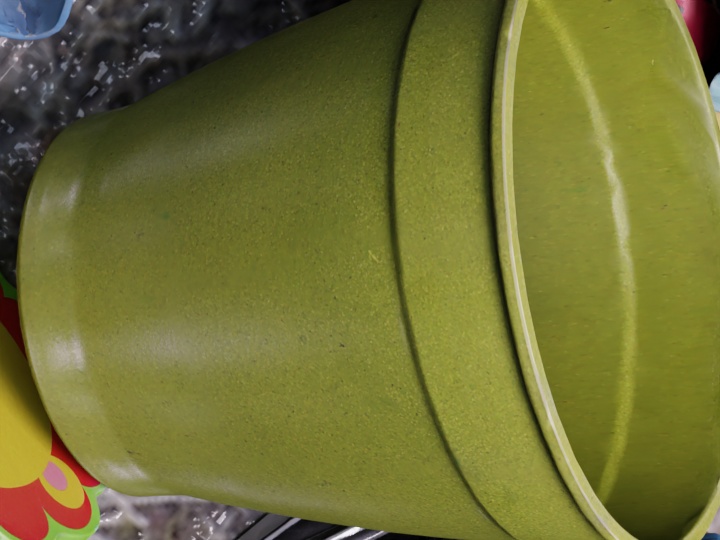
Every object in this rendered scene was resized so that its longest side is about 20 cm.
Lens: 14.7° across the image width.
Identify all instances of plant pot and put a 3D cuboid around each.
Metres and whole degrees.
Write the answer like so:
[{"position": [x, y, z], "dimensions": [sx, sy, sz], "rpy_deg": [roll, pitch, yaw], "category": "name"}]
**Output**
[{"position": [0.000, 0.000, 0.902], "dimensions": [0.200, 0.192, 0.202], "rpy_deg": [28, 58, -60], "category": "plant pot"}]

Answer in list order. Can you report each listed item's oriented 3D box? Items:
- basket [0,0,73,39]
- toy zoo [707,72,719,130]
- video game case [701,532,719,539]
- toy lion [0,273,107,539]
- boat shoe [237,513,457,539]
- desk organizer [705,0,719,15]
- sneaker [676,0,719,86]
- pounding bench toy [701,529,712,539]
[{"position": [-0.164, -0.144, 0.841], "dimensions": [0.199, 0.176, 0.140], "rpy_deg": [22, 60, -12], "category": "basket"}, {"position": [0.162, -0.041, 1.034], "dimensions": [0.200, 0.020, 0.132], "rpy_deg": [25, 86, -63], "category": "toy zoo"}, {"position": [0.074, 0.199, 0.947], "dimensions": [0.142, 0.018, 0.201], "rpy_deg": [-13, 101, 4], "category": "video game case"}, {"position": [-0.168, 0.015, 0.891], "dimensions": [0.069, 0.191, 0.200], "rpy_deg": [-39, 76, 23], "category": "toy lion"}, {"position": [-0.045, 0.148, 1.005], "dimensions": [0.200, 0.068, 0.072], "rpy_deg": [-36, 111, -15], "category": "boat shoe"}, {"position": [0.124, -0.146, 0.962], "dimensions": [0.077, 0.200, 0.072], "rpy_deg": [-40, 114, 6], "category": "desk organizer"}, {"position": [0.092, -0.036, 1.032], "dimensions": [0.076, 0.084, 0.201], "rpy_deg": [20, 89, -25], "category": "sneaker"}, {"position": [0.116, 0.161, 1.026], "dimensions": [0.123, 0.156, 0.201], "rpy_deg": [-6, 102, 3], "category": "pounding bench toy"}]
